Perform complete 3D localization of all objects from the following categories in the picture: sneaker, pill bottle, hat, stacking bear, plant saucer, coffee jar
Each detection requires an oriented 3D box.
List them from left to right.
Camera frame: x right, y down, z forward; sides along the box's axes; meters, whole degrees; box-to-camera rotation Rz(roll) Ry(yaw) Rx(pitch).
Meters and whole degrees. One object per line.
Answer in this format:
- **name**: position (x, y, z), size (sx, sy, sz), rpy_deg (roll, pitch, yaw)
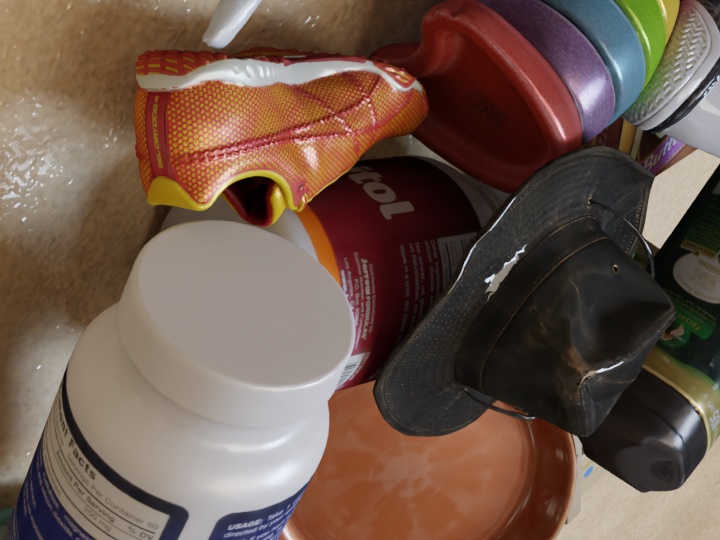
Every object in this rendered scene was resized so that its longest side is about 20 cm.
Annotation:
- **pill bottle**: position (-0.081, 0.081, 0.674), size (0.115, 0.116, 0.200), rpy_deg (-17, 146, -43)
- **sneaker**: position (-0.036, -0.062, 0.699), size (0.200, 0.073, 0.078), rpy_deg (-13, 108, -55)
- **pill bottle**: position (0.000, 0.000, 0.798), size (0.199, 0.113, 0.113), rpy_deg (-11, 131, -48)
- **plant saucer**: position (0.028, 0.124, 0.917), size (0.199, 0.032, 0.201), rpy_deg (-5, 118, -9)
- **hat**: position (0.103, 0.035, 0.774), size (0.200, 0.081, 0.201), rpy_deg (-36, 154, -21)
- **stacking bear**: position (0.114, -0.145, 0.800), size (0.200, 0.114, 0.121), rpy_deg (-51, -169, -22)
- **coffee jar**: position (0.198, 0.029, 0.896), size (0.200, 0.085, 0.104), rpy_deg (-51, 155, -14)
- **sneaker**: position (0.228, -0.141, 0.860), size (0.201, 0.115, 0.075), rpy_deg (-62, -166, -16)

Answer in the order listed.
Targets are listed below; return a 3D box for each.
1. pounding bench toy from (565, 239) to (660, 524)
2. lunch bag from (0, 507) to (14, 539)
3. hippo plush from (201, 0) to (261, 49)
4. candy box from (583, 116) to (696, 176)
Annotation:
- **pounding bench toy**: position (0.141, 0.028, 0.997), size (0.156, 0.124, 0.201), rpy_deg (-38, 146, -20)
- **lunch bag**: position (-0.188, 0.213, 0.716), size (0.199, 0.171, 0.122), rpy_deg (-8, 140, -49)
- **hippo plush**: position (0.016, -0.210, 0.588), size (0.161, 0.199, 0.160), rpy_deg (65, 24, -45)
- **candy box**: position (0.209, -0.137, 0.980), size (0.200, 0.056, 0.117), rpy_deg (-32, 143, -32)
